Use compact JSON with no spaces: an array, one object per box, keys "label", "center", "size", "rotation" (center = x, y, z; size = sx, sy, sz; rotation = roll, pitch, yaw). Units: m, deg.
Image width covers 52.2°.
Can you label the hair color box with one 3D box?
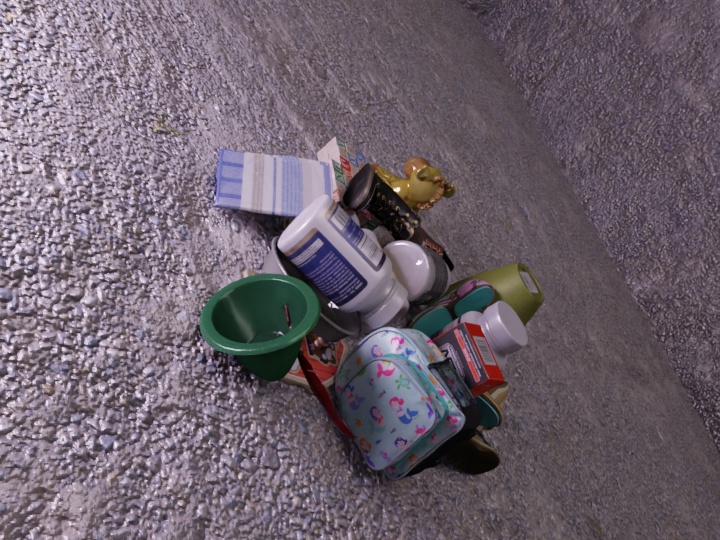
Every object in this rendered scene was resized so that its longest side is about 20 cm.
[{"label":"hair color box","center":[0.119,0.176,1.175],"size":[0.061,0.199,0.103],"rotation":[14,47,-52]}]

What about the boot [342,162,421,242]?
[{"label":"boot","center":[0.042,-0.115,1.360],"size":[0.151,0.073,0.200],"rotation":[45,13,-12]}]

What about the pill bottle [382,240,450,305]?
[{"label":"pill bottle","center":[0.105,0.009,1.406],"size":[0.114,0.112,0.200],"rotation":[61,17,14]}]

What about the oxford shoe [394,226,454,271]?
[{"label":"oxford shoe","center":[0.135,-0.051,1.532],"size":[0.200,0.072,0.072],"rotation":[37,70,-51]}]

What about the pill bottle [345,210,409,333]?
[{"label":"pill bottle","center":[0.000,0.000,1.286],"size":[0.104,0.104,0.202],"rotation":[4,56,-56]}]

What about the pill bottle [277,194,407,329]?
[{"label":"pill bottle","center":[-0.022,-0.008,1.122],"size":[0.200,0.111,0.111],"rotation":[46,29,-14]}]

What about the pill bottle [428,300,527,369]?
[{"label":"pill bottle","center":[0.196,0.145,1.329],"size":[0.119,0.199,0.121],"rotation":[37,33,-29]}]

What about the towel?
[{"label":"towel","center":[-0.139,-0.139,1.213],"size":[0.197,0.024,0.148],"rotation":[6,46,-13]}]

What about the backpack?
[{"label":"backpack","center":[0.056,0.188,1.093],"size":[0.150,0.177,0.201],"rotation":[11,41,-54]}]

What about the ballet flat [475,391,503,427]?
[{"label":"ballet flat","center":[0.161,0.201,1.248],"size":[0.198,0.070,0.063],"rotation":[21,31,30]}]

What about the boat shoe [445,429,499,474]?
[{"label":"boat shoe","center":[0.180,0.292,1.258],"size":[0.201,0.071,0.067],"rotation":[42,24,-47]}]

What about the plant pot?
[{"label":"plant pot","center":[0.273,0.077,1.523],"size":[0.186,0.199,0.189],"rotation":[37,32,-29]}]

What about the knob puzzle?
[{"label":"knob puzzle","center":[-0.084,0.095,1.131],"size":[0.219,0.030,0.221],"rotation":[38,32,-28]}]

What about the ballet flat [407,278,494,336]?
[{"label":"ballet flat","center":[0.168,0.078,1.435],"size":[0.070,0.198,0.071],"rotation":[64,-12,-21]}]

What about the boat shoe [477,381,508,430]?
[{"label":"boat shoe","center":[0.235,0.269,1.411],"size":[0.199,0.071,0.077],"rotation":[-14,85,-53]}]

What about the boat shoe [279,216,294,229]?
[{"label":"boat shoe","center":[-0.088,-0.073,1.235],"size":[0.063,0.074,0.201],"rotation":[-24,61,-43]}]

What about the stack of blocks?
[{"label":"stack of blocks","center":[-0.036,-0.170,1.465],"size":[0.115,0.058,0.202],"rotation":[29,37,-39]}]

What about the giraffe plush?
[{"label":"giraffe plush","center":[0.105,-0.173,1.574],"size":[0.201,0.162,0.172],"rotation":[57,28,7]}]

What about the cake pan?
[{"label":"cake pan","center":[-0.078,0.033,1.150],"size":[0.200,0.037,0.201],"rotation":[45,13,-14]}]

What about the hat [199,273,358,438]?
[{"label":"hat","center":[-0.121,0.130,1.019],"size":[0.200,0.163,0.178],"rotation":[-126,-157,-52]}]
